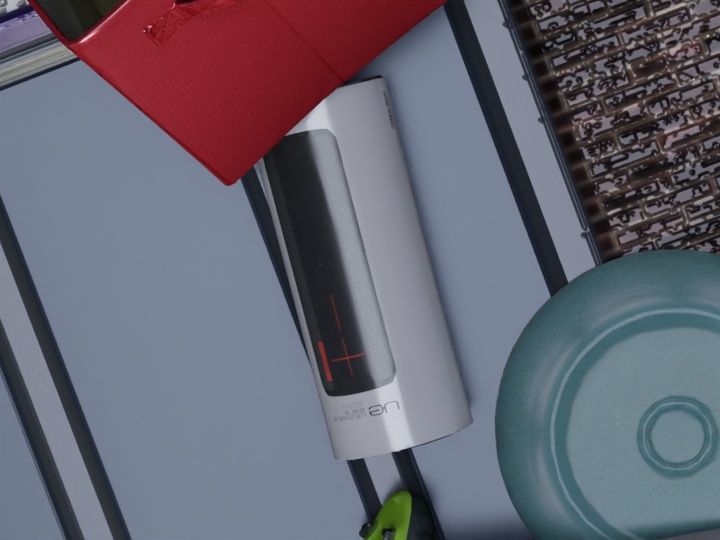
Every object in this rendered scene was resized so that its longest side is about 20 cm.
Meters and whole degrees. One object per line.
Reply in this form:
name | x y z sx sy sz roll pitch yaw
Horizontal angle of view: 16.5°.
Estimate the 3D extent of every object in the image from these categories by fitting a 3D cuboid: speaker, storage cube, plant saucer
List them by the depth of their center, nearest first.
storage cube | -0.083 -0.181 1.267 0.171 0.180 0.200 -41 59 4
speaker | 0.000 0.000 1.356 0.081 0.081 0.201 -14 94 4
plant saucer | 0.174 0.089 1.375 0.199 0.036 0.201 0 94 3

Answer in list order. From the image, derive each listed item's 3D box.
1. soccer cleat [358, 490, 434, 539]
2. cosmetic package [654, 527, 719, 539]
soccer cleat | 0.028 0.223 1.383 0.081 0.067 0.201 7 90 -21
cosmetic package | 0.139 0.206 1.310 0.199 0.107 0.090 -6 117 -10
